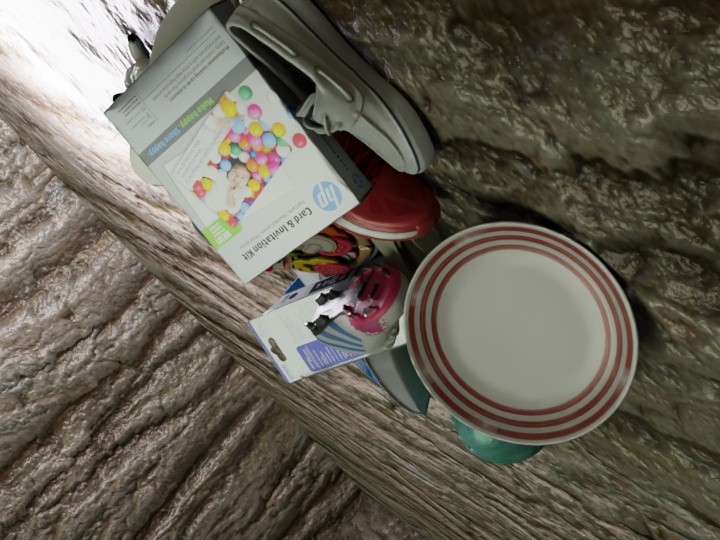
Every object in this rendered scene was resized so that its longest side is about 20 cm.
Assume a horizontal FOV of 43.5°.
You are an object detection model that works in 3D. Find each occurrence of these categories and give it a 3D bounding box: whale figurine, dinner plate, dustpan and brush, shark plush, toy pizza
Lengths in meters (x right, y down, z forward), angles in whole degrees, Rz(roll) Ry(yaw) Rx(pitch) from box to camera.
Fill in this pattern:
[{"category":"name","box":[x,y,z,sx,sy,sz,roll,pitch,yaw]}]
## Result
[{"category":"whale figurine","box":[0.132,0.145,1.056,0.199,0.104,0.159,37,165,29]},{"category":"dinner plate","box":[0.131,0.053,0.755,0.198,0.024,0.202,9,115,20]},{"category":"dustpan and brush","box":[0.019,0.071,1.106,0.057,0.140,0.201,-21,117,26]},{"category":"shark plush","box":[-0.251,-0.207,1.136,0.082,0.092,0.200,11,158,-1]},{"category":"toy pizza","box":[-0.079,-0.029,0.941,0.198,0.032,0.200,7,160,3]}]

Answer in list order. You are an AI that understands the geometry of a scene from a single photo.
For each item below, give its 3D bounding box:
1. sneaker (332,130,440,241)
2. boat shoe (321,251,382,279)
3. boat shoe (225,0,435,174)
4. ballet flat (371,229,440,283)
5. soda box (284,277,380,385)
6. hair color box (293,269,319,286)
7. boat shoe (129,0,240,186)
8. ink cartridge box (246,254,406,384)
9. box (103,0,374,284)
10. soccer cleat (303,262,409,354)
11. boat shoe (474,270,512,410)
[{"category":"sneaker","box":[-0.020,-0.106,0.803,0.199,0.079,0.116,25,152,20]},{"category":"boat shoe","box":[0.000,0.000,1.069,0.200,0.072,0.076,42,177,1]},{"category":"boat shoe","box":[-0.025,-0.143,0.732,0.200,0.065,0.074,44,165,-6]},{"category":"ballet flat","box":[0.067,-0.002,0.902,0.069,0.070,0.200,21,154,53]},{"category":"soda box","box":[-0.017,0.081,1.323,0.200,0.068,0.064,39,165,10]},{"category":"hair color box","box":[-0.016,0.029,1.191,0.100,0.061,0.201,27,158,45]},{"category":"boat shoe","box":[-0.156,-0.174,0.843,0.071,0.202,0.069,22,-155,4]},{"category":"ink cartridge box","box":[-0.027,0.059,1.036,0.199,0.039,0.100,-21,111,29]},{"category":"box","box":[-0.108,-0.106,0.789,0.155,0.041,0.201,-32,103,32]},{"category":"soccer cleat","box":[0.016,0.045,0.916,0.086,0.070,0.200,30,160,-17]},{"category":"boat shoe","box":[0.159,0.051,0.810,0.071,0.090,0.202,-76,-30,-75]}]
